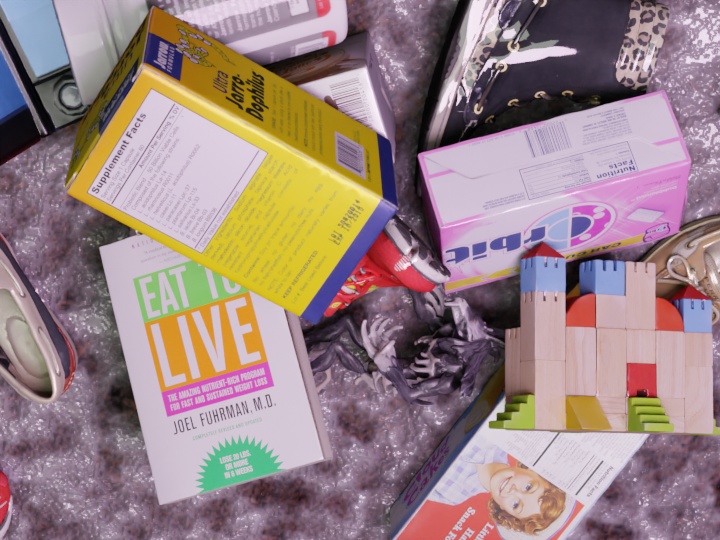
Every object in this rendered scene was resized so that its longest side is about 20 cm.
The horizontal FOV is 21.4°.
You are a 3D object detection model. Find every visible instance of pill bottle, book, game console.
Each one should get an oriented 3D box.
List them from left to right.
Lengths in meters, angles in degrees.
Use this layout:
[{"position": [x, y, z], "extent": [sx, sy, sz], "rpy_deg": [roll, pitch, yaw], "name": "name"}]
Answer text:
[{"position": [-0.258, -0.190, 1.398], "extent": [0.172, 0.119, 0.201], "rpy_deg": [-22, 105, 8], "name": "game console"}, {"position": [-0.118, -0.194, 1.375], "extent": [0.199, 0.114, 0.114], "rpy_deg": [-17, 106, -7], "name": "pill bottle"}, {"position": [-0.110, 0.062, 1.429], "extent": [0.133, 0.048, 0.201], "rpy_deg": [-17, 82, 10], "name": "book"}]

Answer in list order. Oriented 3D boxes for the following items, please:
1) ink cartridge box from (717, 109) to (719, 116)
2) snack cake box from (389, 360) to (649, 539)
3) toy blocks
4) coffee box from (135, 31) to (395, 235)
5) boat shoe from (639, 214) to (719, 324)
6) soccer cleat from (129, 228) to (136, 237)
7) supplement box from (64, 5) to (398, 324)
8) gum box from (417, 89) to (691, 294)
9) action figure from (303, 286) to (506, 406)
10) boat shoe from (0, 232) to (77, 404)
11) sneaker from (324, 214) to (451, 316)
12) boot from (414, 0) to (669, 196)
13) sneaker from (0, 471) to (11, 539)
[{"position": [0.353, -0.166, 1.394], "extent": [0.059, 0.104, 0.200], "rpy_deg": [36, 105, -9], "name": "ink cartridge box"}, {"position": [0.125, 0.162, 1.519], "extent": [0.115, 0.067, 0.200], "rpy_deg": [34, 105, -10], "name": "snack cake box"}, {"position": [0.186, 0.052, 1.422], "extent": [0.199, 0.100, 0.137], "rpy_deg": [4, 83, -22], "name": "toy blocks"}, {"position": [-0.079, -0.104, 1.421], "extent": [0.199, 0.114, 0.080], "rpy_deg": [-15, 108, 7], "name": "coffee box"}, {"position": [0.293, -0.006, 1.465], "extent": [0.200, 0.063, 0.073], "rpy_deg": [-24, 105, 8], "name": "boat shoe"}, {"position": [-0.131, 0.045, 1.481], "extent": [0.070, 0.086, 0.201], "rpy_deg": [-15, 106, 6], "name": "soccer cleat"}, {"position": [-0.086, -0.072, 1.306], "extent": [0.200, 0.110, 0.109], "rpy_deg": [29, 114, -17], "name": "supplement box"}, {"position": [0.147, -0.058, 1.410], "extent": [0.199, 0.114, 0.066], "rpy_deg": [-15, 64, -2], "name": "gum box"}, {"position": [0.025, 0.052, 1.464], "extent": [0.199, 0.119, 0.102], "rpy_deg": [-9, 120, 11], "name": "action figure"}, {"position": [-0.296, 0.020, 1.492], "extent": [0.071, 0.063, 0.200], "rpy_deg": [-35, 101, 13], "name": "boat shoe"}, {"position": [0.000, 0.000, 1.404], "extent": [0.077, 0.200, 0.085], "rpy_deg": [45, 80, -18], "name": "sneaker"}, {"position": [0.132, -0.132, 1.429], "extent": [0.153, 0.074, 0.204], "rpy_deg": [16, 108, -6], "name": "boot"}, {"position": [-0.379, 0.170, 1.533], "extent": [0.199, 0.077, 0.085], "rpy_deg": [12, 101, -12], "name": "sneaker"}]
